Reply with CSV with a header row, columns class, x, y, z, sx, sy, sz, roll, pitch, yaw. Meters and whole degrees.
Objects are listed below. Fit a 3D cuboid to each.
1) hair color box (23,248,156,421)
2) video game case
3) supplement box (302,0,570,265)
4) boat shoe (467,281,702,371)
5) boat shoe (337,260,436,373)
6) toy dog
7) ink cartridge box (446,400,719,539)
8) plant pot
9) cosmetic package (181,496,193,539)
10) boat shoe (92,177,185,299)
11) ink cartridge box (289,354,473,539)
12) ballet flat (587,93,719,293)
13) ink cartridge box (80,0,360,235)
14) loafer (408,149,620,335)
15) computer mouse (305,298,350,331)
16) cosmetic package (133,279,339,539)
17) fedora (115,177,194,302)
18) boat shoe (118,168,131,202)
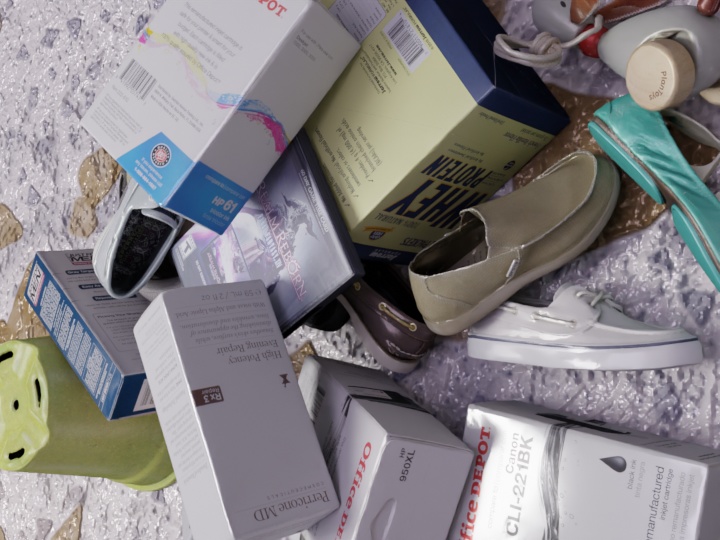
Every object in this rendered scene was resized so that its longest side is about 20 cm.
class,x,y,z,sx,sy,sz,roll,pitch,yaw
hair color box,-0.250,0.058,1.011,0.200,0.099,0.061,46,123,34
video game case,-0.088,-0.009,0.868,0.200,0.019,0.144,-39,65,37
supplement box,0.031,-0.145,0.871,0.200,0.134,0.201,-43,62,27
boat shoe,0.171,0.042,0.787,0.199,0.072,0.066,1,90,46
boat shoe,0.000,0.000,0.918,0.200,0.072,0.060,53,126,24
toy dog,0.209,-0.194,0.756,0.199,0.132,0.097,27,124,27
ink cartridge box,0.171,0.190,0.759,0.199,0.083,0.146,9,91,40
plant pot,-0.299,0.142,1.070,0.199,0.184,0.202,-4,83,38
cosmetic package,-0.121,0.174,0.931,0.200,0.071,0.102,-120,48,-68
boat shoe,-0.185,-0.061,0.929,0.202,0.070,0.072,-59,34,15
ink cartridge box,-0.001,0.175,0.845,0.200,0.084,0.146,33,108,65
ballet flat,0.250,-0.060,0.738,0.070,0.067,0.201,-36,65,9
ink cartridge box,-0.117,-0.155,0.826,0.144,0.084,0.201,42,98,34
loafer,0.120,-0.029,0.799,0.200,0.068,0.076,-41,35,5
computer mouse,-0.068,-0.001,1.006,0.200,0.034,0.059,42,109,40
cosmetic package,-0.101,0.115,0.795,0.074,0.101,0.201,-43,63,47
fedora,-0.158,-0.049,1.015,0.199,0.090,0.178,-26,64,28
boat shoe,-0.232,-0.035,1.114,0.066,0.071,0.203,-16,77,48
